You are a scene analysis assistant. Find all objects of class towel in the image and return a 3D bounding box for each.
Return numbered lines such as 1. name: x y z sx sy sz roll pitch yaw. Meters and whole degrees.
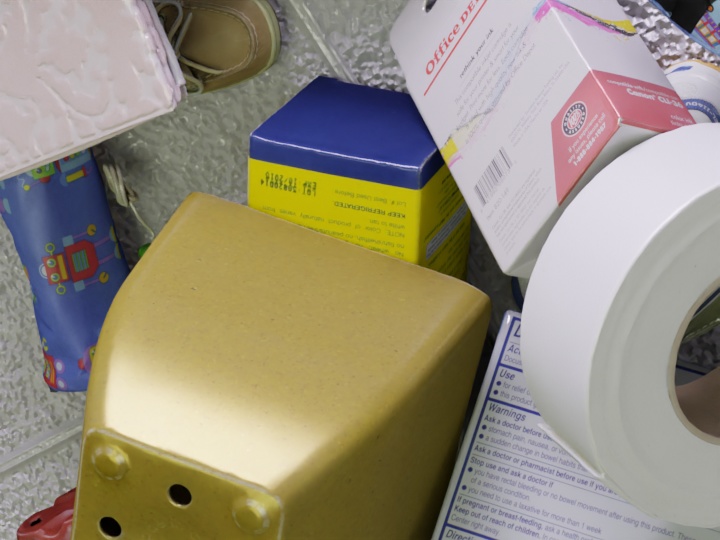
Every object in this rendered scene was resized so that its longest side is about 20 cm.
1. towel: -0.207 -0.161 1.192 0.190 0.032 0.201 -16 99 34

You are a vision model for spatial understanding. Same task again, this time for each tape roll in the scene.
1. tape roll: 0.184 0.029 1.047 0.071 0.202 0.203 -139 41 -56

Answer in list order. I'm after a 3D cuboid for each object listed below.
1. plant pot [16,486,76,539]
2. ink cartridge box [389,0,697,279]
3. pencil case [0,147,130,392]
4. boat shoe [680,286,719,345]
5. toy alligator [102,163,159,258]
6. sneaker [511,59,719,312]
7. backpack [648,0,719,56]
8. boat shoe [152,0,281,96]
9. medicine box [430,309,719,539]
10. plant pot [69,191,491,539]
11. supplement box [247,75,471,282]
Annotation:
1. plant pot: -0.121 0.226 1.351 0.200 0.201 0.196 -22 97 30
2. ink cartridge box: 0.096 -0.103 1.123 0.117 0.067 0.200 -55 43 32
3. pencil case: -0.193 -0.018 1.320 0.078 0.087 0.201 -18 111 -10
4. boat shoe: 0.213 -0.003 1.124 0.200 0.072 0.062 -41 102 8
5. toy alligator: -0.104 0.013 1.314 0.054 0.059 0.201 -25 104 -13
6. sneaker: 0.140 -0.034 1.162 0.075 0.088 0.200 35 124 2
7. backpack: 0.220 -0.211 1.011 0.182 0.135 0.200 41 123 0
8. boat shoe: -0.146 -0.136 1.249 0.200 0.063 0.074 4 116 22
9. medicine box: 0.146 0.148 1.181 0.181 0.103 0.201 16 79 15
10. plant pot: -0.064 0.106 1.121 0.193 0.200 0.196 19 121 14
11. supplement box: 0.000 0.000 1.226 0.108 0.110 0.201 12 118 18
